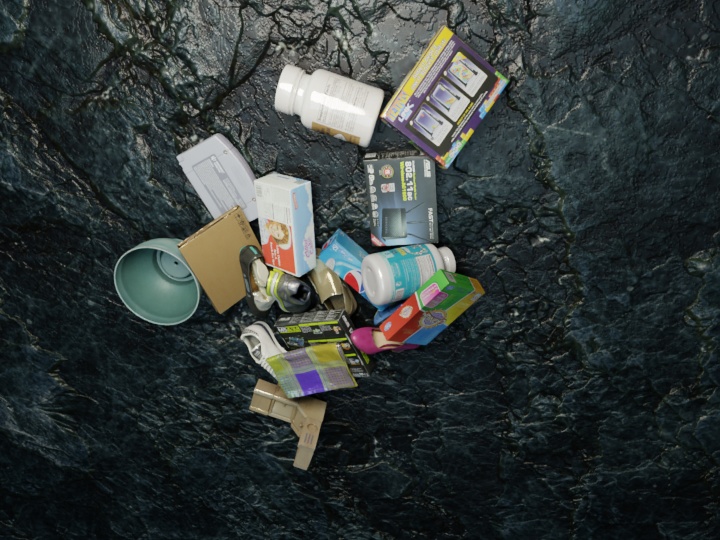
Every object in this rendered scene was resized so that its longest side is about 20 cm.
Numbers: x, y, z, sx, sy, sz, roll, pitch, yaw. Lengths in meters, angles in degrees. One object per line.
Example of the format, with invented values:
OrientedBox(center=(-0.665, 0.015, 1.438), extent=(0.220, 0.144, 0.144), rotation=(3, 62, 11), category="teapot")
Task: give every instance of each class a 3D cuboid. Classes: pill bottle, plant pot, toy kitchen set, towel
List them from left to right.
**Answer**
OrientedBox(center=(-0.452, 0.006, 1.279), extent=(0.197, 0.135, 0.203), rotation=(3, 119, 5), category="plant pot")
OrientedBox(center=(-0.192, 0.364, 1.412), extent=(0.197, 0.181, 0.165), rotation=(19, 118, -3), category="toy kitchen set")
OrientedBox(center=(-0.117, 0.245, 1.319), extent=(0.197, 0.023, 0.145), rotation=(-11, 121, 13), category="towel")
OrientedBox(center=(-0.061, -0.326, 1.065), extent=(0.197, 0.115, 0.116), rotation=(18, 119, -3), category="pill bottle")
OrientedBox(center=(0.108, 0.002, 1.192), extent=(0.197, 0.111, 0.112), rotation=(-13, 121, -22), category="pill bottle")

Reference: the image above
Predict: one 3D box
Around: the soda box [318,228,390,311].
OrientedBox(center=(0.000, 0.000, 1.257), extent=(0.199, 0.068, 0.064), rotation=(40, 115, -14), category="soda box")

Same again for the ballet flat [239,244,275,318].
OrientedBox(center=(-0.233, 0.038, 1.251), extent=(0.068, 0.068, 0.202), rotation=(25, 137, 41), category="ballet flat")

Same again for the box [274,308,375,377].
OrientedBox(center=(-0.087, 0.185, 1.338), extent=(0.198, 0.048, 0.195), rotation=(-8, 122, 32), category="box")

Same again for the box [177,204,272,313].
OrientedBox(center=(-0.299, -0.022, 1.229), extent=(0.163, 0.021, 0.202), rotation=(-38, 131, -20), category="box")

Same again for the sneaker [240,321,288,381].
OrientedBox(center=(-0.227, 0.225, 1.372), extent=(0.076, 0.080, 0.200), rotation=(-41, 89, 17), category="sneaker")

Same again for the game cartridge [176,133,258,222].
OrientedBox(center=(-0.301, -0.194, 1.211), extent=(0.132, 0.041, 0.202), rotation=(-20, 114, 21), category="game cartridge")

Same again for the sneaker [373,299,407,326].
OrientedBox(center=(0.117, 0.092, 1.289), extent=(0.198, 0.071, 0.083), rotation=(-27, 114, 21), category="sneaker")

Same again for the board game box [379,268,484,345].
OrientedBox(center=(0.159, 0.087, 1.205), extent=(0.152, 0.041, 0.200), rotation=(12, 130, -46), category="board game box")

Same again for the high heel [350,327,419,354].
OrientedBox(center=(0.069, 0.154, 1.290), extent=(0.096, 0.068, 0.198), rotation=(-33, 152, 35), category="high heel")

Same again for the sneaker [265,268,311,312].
OrientedBox(center=(-0.149, 0.059, 1.251), extent=(0.080, 0.200, 0.075), rotation=(16, 79, 18), category="sneaker")

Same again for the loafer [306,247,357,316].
OrientedBox(center=(-0.071, 0.036, 1.285), extent=(0.075, 0.068, 0.201), rotation=(-28, 111, 20), category="loafer")

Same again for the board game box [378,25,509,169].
OrientedBox(center=(0.157, -0.326, 1.040), extent=(0.164, 0.057, 0.201), rotation=(35, 97, -11), category="board game box")

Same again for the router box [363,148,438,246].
OrientedBox(center=(0.090, -0.155, 1.167), extent=(0.147, 0.062, 0.203), rotation=(-4, 117, 8), category="router box")

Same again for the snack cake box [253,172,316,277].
OrientedBox(center=(-0.163, -0.101, 1.196), extent=(0.114, 0.067, 0.203), rotation=(18, 123, 33), category="snack cake box")
